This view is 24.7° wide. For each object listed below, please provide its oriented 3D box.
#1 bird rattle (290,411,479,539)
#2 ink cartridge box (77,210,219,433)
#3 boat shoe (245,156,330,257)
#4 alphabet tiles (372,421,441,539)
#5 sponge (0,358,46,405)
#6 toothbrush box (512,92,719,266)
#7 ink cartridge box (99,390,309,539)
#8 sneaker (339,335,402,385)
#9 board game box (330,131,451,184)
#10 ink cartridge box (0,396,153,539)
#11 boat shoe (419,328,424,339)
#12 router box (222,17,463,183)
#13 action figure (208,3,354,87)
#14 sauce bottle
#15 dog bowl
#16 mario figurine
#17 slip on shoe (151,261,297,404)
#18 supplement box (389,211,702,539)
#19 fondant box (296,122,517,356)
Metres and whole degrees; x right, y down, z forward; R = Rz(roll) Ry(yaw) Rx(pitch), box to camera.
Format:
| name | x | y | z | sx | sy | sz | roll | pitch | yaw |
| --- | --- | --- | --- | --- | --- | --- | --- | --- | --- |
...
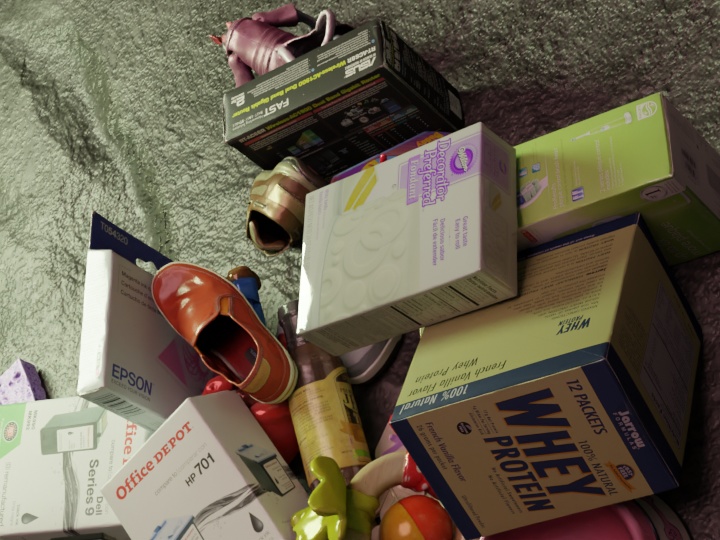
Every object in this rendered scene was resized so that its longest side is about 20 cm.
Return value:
| name | x | y | z | sx | sy | sz | roll | pitch | yaw |
| --- | --- | --- | --- | --- | --- | --- | --- | --- | --- |
| bird rattle | 0.039 | 0.207 | 1.444 | 0.199 | 0.113 | 0.164 | -26 | 79 | -24 |
| ink cartridge box | -0.201 | 0.062 | 1.651 | 0.043 | 0.196 | 0.202 | -15 | 60 | 29 |
| boat shoe | -0.086 | -0.055 | 1.639 | 0.074 | 0.075 | 0.200 | -55 | 3 | -15 |
| alphabet tiles | 0.030 | 0.238 | 1.511 | 0.199 | 0.015 | 0.197 | 20 | 81 | 41 |
| sponge | -0.381 | 0.208 | 1.829 | 0.111 | 0.030 | 0.201 | -41 | 49 | 14 |
| toothbrush box | 0.207 | -0.057 | 1.434 | 0.198 | 0.145 | 0.087 | -18 | 58 | 29 |
| ink cartridge box | -0.128 | 0.235 | 1.530 | 0.146 | 0.086 | 0.201 | -45 | 72 | 23 |
| sneaker | 0.000 | 0.000 | 1.579 | 0.083 | 0.120 | 0.202 | 8 | 73 | 39 |
| board game box | 0.068 | -0.086 | 1.544 | 0.199 | 0.039 | 0.158 | -27 | 49 | -29 |
| ink cartridge box | -0.286 | 0.208 | 1.696 | 0.198 | 0.084 | 0.148 | -9 | 64 | 21 |
| boat shoe | 0.100 | 0.023 | 1.524 | 0.064 | 0.073 | 0.202 | -16 | 59 | 35 |
| router box | -0.018 | -0.155 | 1.651 | 0.199 | 0.150 | 0.063 | -22 | 55 | 27 |
| action figure | -0.091 | -0.222 | 1.751 | 0.199 | 0.149 | 0.135 | 24 | 90 | 28 |
| sauce bottle | -0.037 | 0.122 | 1.550 | 0.064 | 0.065 | 0.202 | -27 | 64 | 24 |
| dog bowl | 0.175 | 0.260 | 1.351 | 0.199 | 0.074 | 0.202 | -17 | 59 | 31 |
| mario figurine | -0.113 | 0.107 | 1.635 | 0.123 | 0.106 | 0.202 | -29 | 67 | 24 |
| slip on shoe | -0.138 | 0.053 | 1.565 | 0.200 | 0.061 | 0.074 | 42 | 101 | 35 |
| supplement box | 0.158 | 0.087 | 1.355 | 0.198 | 0.135 | 0.200 | -20 | 27 | 29 |
| fondant box | 0.039 | -0.024 | 1.411 | 0.199 | 0.058 | 0.146 | -20 | 54 | 34 |
